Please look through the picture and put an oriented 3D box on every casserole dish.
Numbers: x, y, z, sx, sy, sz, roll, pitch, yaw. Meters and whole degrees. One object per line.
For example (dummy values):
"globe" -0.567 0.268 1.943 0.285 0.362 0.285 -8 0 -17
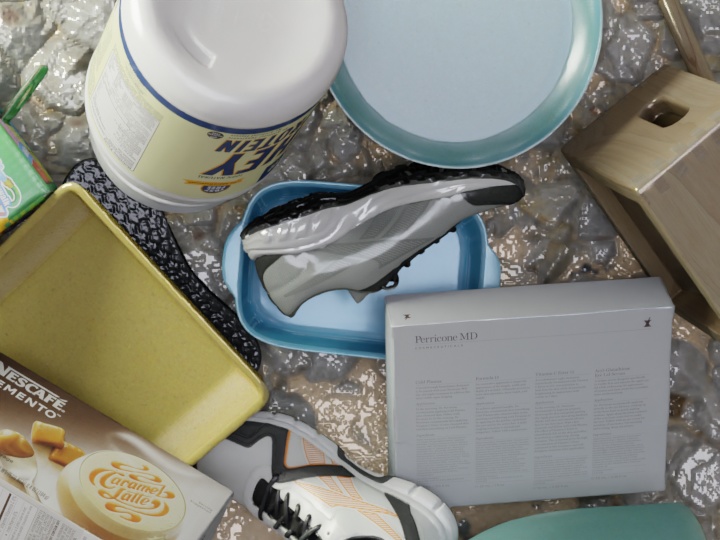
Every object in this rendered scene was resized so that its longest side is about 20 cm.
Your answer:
"casserole dish" 0.000 0.000 1.586 0.198 0.039 0.122 6 91 -4

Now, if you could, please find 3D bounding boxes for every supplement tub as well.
"supplement tub" -0.101 -0.130 1.460 0.144 0.200 0.146 6 69 -15

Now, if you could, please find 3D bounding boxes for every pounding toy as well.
"pounding toy" 0.244 -0.070 1.547 0.142 0.200 0.184 -38 109 -3

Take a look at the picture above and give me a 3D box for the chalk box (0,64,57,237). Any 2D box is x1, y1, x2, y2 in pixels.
"chalk box" -0.286 -0.068 1.517 0.200 0.125 0.124 -37 94 -2

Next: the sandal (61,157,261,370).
"sandal" -0.149 0.007 1.575 0.075 0.048 0.201 -37 107 -4

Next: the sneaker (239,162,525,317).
"sneaker" 0.020 -0.026 1.539 0.199 0.074 0.080 -18 101 2

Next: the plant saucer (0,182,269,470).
"plant saucer" -0.184 0.060 1.536 0.200 0.048 0.200 47 118 -5

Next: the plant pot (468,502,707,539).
"plant pot" 0.139 0.257 1.518 0.160 0.201 0.202 3 91 -9

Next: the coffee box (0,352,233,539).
"coffee box" -0.203 0.153 1.491 0.199 0.114 0.080 31 122 5

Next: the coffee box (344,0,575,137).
"coffee box" 0.036 -0.189 1.562 0.199 0.080 0.114 29 90 -5

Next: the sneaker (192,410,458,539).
"sneaker" -0.033 0.163 1.545 0.199 0.080 0.074 22 126 13

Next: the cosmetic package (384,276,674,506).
"cosmetic package" 0.118 0.087 1.565 0.198 0.052 0.152 -3 119 -5

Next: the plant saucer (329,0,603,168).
"plant saucer" 0.065 -0.170 1.512 0.199 0.027 0.202 0 92 -5
